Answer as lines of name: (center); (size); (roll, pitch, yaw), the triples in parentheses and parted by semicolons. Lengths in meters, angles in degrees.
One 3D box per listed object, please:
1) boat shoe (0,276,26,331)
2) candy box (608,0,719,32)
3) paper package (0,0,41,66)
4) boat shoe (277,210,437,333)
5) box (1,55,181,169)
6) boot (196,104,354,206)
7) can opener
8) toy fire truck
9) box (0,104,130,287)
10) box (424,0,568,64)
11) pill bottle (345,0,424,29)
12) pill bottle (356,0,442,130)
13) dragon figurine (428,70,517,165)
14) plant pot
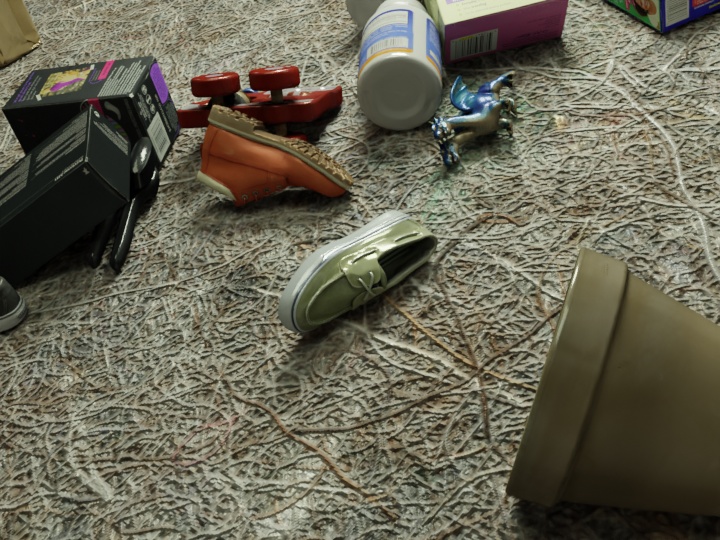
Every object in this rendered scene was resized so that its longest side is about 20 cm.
boat shoe: (-0.493, 0.048, 1.099); (0.198, 0.067, 0.070); (-10, 39, 7)
candy box: (0.437, -0.432, 1.345); (0.168, 0.077, 0.200); (-24, 39, -10)
paper package: (-0.698, -0.477, 1.685); (0.199, 0.192, 0.104); (16, 48, 34)
boat shoe: (0.000, 0.000, 0.989); (0.062, 0.072, 0.200); (22, 50, 40)
box: (-0.370, -0.211, 1.318); (0.198, 0.123, 0.107); (-3, 42, 16)
boot: (-0.108, -0.118, 1.170); (0.199, 0.108, 0.075); (24, 10, 11)
can opener: (-0.303, -0.079, 1.193); (0.063, 0.079, 0.201); (3, 52, 10)
toy fire truck: (-0.135, -0.218, 1.279); (0.198, 0.113, 0.168); (-2, 17, 15)
box: (-0.382, -0.091, 1.167); (0.199, 0.079, 0.142); (-34, 35, 14)
box: (0.176, -0.415, 1.331); (0.174, 0.097, 0.201); (-14, 69, -1)
pill bottle: (0.058, -0.461, 1.475); (0.115, 0.117, 0.201); (3, 42, 21)
pill bottle: (0.054, -0.287, 1.276); (0.111, 0.113, 0.201); (-7, 39, 10)
dragon figurine: (0.145, -0.209, 1.195); (0.099, 0.059, 0.201); (-1, 43, 17)
plant pot: (0.222, 0.101, 0.725); (0.172, 0.201, 0.201); (16, 47, 12)
